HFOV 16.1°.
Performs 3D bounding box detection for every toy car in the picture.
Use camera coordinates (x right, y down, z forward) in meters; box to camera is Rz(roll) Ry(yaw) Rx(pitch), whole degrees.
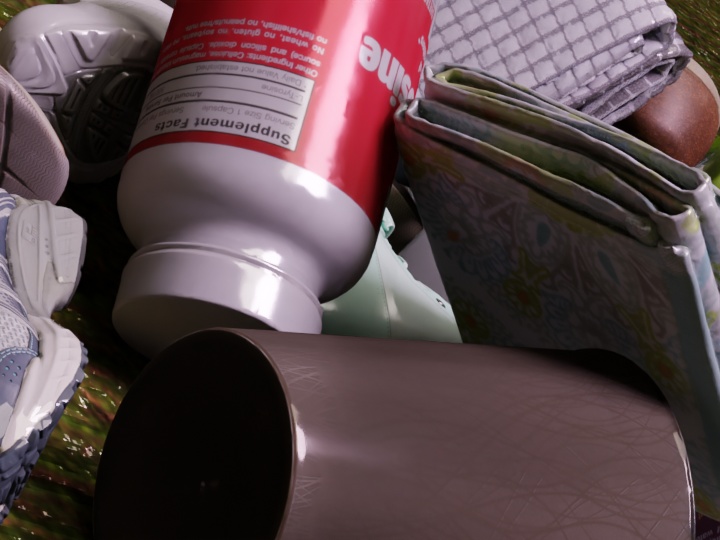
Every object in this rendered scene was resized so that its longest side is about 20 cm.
[{"bbox_3d":[0.122,-0.035,1.490,0.164,0.158,0.200,46,45,-23],"label":"toy car"}]

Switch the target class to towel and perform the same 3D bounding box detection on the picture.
[{"bbox_3d":[0.061,-0.132,1.422,0.166,0.200,0.086,62,3,27],"label":"towel"},{"bbox_3d":[0.103,0.014,1.067,0.171,0.048,0.200,28,-30,41],"label":"towel"}]

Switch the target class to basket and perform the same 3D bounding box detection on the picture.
[{"bbox_3d":[0.010,0.099,0.964,0.200,0.136,0.181,17,78,-41],"label":"basket"}]

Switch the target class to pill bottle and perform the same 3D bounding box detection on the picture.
[{"bbox_3d":[-0.038,-0.057,1.083,0.112,0.112,0.200,32,60,-34],"label":"pill bottle"}]

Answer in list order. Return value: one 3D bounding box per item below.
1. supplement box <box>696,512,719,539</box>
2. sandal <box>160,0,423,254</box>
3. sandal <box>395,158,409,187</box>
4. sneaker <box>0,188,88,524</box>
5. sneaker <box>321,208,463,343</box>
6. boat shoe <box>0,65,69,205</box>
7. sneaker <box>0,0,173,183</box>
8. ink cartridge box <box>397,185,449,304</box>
[{"bbox_3d":[0.209,0.088,1.207,0.131,0.103,0.200,34,42,-28],"label":"supplement box"},{"bbox_3d":[-0.045,-0.077,1.297,0.200,0.082,0.055,36,0,-10],"label":"sandal"},{"bbox_3d":[0.088,-0.036,1.272,0.200,0.076,0.043,16,61,-55],"label":"sandal"},{"bbox_3d":[-0.150,0.025,0.896,0.086,0.078,0.200,26,19,-18],"label":"sneaker"},{"bbox_3d":[0.000,0.000,1.207,0.118,0.074,0.201,30,35,-23],"label":"sneaker"},{"bbox_3d":[-0.196,-0.091,0.998,0.200,0.076,0.072,39,19,-25],"label":"boat shoe"},{"bbox_3d":[-0.121,-0.094,1.173,0.099,0.078,0.200,44,12,22],"label":"sneaker"},{"bbox_3d":[0.070,0.052,1.262,0.115,0.068,0.200,20,33,-51],"label":"ink cartridge box"}]
